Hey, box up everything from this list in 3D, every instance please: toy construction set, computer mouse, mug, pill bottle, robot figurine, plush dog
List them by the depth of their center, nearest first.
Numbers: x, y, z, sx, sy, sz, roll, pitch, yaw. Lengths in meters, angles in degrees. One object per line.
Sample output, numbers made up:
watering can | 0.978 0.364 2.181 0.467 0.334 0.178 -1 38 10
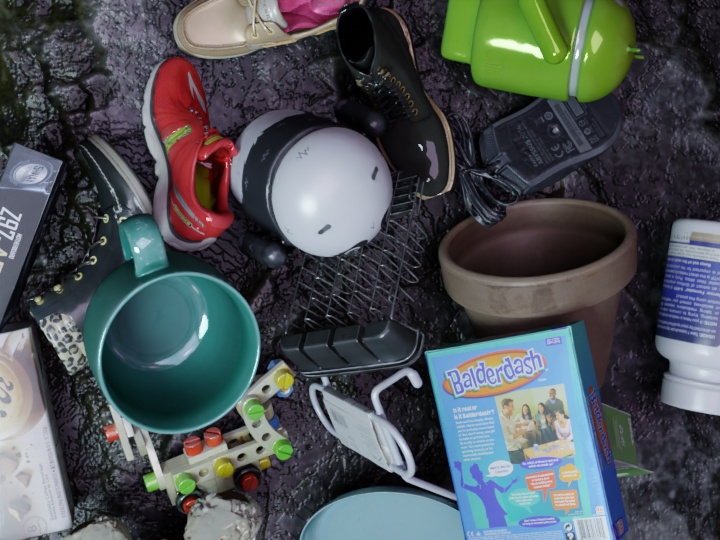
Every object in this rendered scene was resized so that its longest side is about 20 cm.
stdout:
mug | -0.175 0.045 1.066 0.151 0.114 0.186 15 99 -26
robot figurine | -0.050 -0.085 1.096 0.124 0.200 0.151 -5 107 -27
plush dog | -0.181 0.318 1.118 0.199 0.172 0.161 -12 66 -9
toy construction set | -0.154 0.165 1.149 0.199 0.092 0.132 -12 121 -3
robot figurine | 0.186 -0.235 1.162 0.199 0.175 0.116 12 101 14
computer mouse | 0.182 -0.135 1.217 0.199 0.053 0.139 -23 76 -8
pill bottle | 0.384 0.050 1.242 0.119 0.120 0.201 8 92 -12

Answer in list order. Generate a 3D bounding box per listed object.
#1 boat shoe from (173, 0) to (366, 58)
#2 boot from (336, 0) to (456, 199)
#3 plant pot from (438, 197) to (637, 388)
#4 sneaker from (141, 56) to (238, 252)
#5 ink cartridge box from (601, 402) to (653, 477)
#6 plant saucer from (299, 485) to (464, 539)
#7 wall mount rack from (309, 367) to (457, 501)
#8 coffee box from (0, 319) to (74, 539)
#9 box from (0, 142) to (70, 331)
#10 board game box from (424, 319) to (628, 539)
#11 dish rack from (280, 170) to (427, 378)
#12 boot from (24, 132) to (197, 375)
boat shoe | -0.088 -0.261 1.144 0.199 0.069 0.074 -17 97 -11
boot | 0.028 -0.164 1.127 0.077 0.138 0.201 -23 90 16
plant pot | 0.188 0.042 1.177 0.199 0.200 0.176 -15 114 -11
sneaker | -0.154 -0.119 1.107 0.077 0.085 0.201 8 66 -48
ink cartridge box | 0.220 0.179 1.185 0.103 0.200 0.060 -15 69 29
plant saucer | 0.037 0.284 1.182 0.199 0.027 0.201 4 129 4
wall mount rack | 0.032 0.166 1.149 0.074 0.200 0.175 -30 112 -21
coffee box | -0.353 0.159 1.112 0.112 0.080 0.201 -11 96 -12
box | -0.315 -0.032 1.046 0.043 0.200 0.161 21 89 -13
board game box | 0.154 0.158 1.077 0.151 0.045 0.201 -12 90 29
dish rack | 0.000 0.000 1.130 0.055 0.153 0.201 38 54 -42
boot | -0.263 -0.014 1.118 0.153 0.073 0.204 -30 104 -14
